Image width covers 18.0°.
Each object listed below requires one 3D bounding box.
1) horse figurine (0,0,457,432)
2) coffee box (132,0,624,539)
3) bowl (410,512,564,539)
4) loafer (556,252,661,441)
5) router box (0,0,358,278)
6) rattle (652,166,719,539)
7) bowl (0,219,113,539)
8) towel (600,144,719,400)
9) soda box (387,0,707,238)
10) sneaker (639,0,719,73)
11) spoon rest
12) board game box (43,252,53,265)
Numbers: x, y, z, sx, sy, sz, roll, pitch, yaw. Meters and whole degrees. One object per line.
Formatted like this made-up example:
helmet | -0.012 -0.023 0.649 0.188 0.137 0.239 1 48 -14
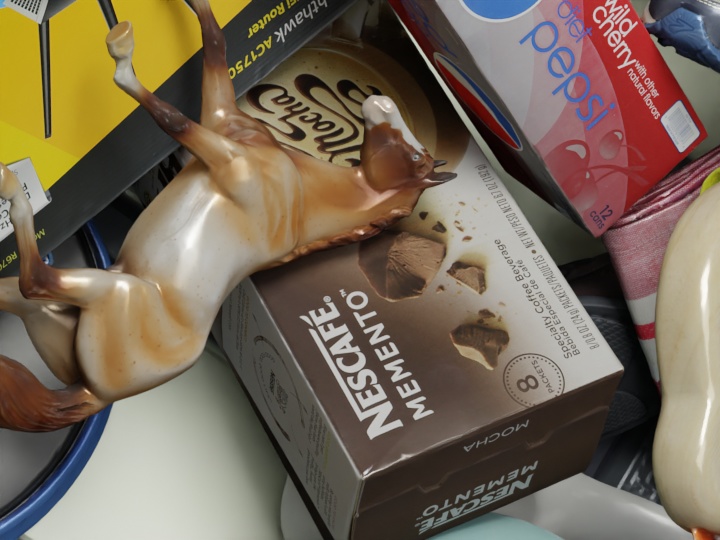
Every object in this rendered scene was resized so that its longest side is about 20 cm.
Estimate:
horse figurine | -0.073 -0.013 0.787 0.200 0.050 0.133 -48 124 -15
coffee box | 0.000 0.000 0.881 0.113 0.080 0.200 -20 62 -19
bowl | 0.040 0.200 0.860 0.201 0.105 0.201 -3 102 -16
loafer | 0.110 0.024 0.973 0.200 0.063 0.072 -17 119 -15
router box | -0.097 -0.106 0.800 0.200 0.051 0.149 -42 139 -22
rattle | 0.178 0.056 0.838 0.143 0.130 0.200 6 57 26
bowl | -0.189 0.023 0.878 0.201 0.039 0.201 3 81 -17
towel | 0.190 0.027 0.957 0.144 0.023 0.200 -30 119 -12
soda box | 0.050 -0.105 0.833 0.063 0.070 0.200 -42 131 -5
sneaker | 0.178 -0.126 0.891 0.077 0.085 0.200 30 31 28
spoon rest | 0.064 0.107 0.935 0.200 0.061 0.099 16 111 -13
board game box | -0.229 -0.052 0.835 0.200 0.037 0.151 -12 81 -20
